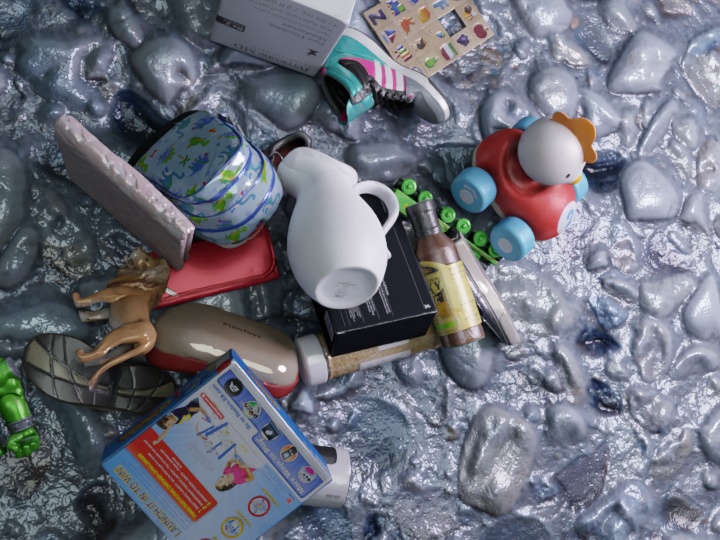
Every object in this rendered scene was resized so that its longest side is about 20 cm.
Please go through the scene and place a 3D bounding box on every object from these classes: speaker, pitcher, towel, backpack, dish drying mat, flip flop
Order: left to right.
[{"bbox_3d":[-0.333,0.138,1.125,0.199,0.057,0.082,20,72,-27],"label":"flip flop"},{"bbox_3d":[-0.287,-0.090,1.087,0.200,0.191,0.032,40,73,-1],"label":"towel"},{"bbox_3d":[-0.212,-0.003,1.193,0.199,0.018,0.077,-14,85,-16],"label":"dish drying mat"},{"bbox_3d":[-0.192,-0.117,1.110,0.163,0.154,0.200,-41,64,-15],"label":"backpack"},{"bbox_3d":[-0.118,0.262,1.150,0.199,0.081,0.082,10,80,-13],"label":"speaker"},{"bbox_3d":[-0.013,-0.051,1.112,0.171,0.121,0.201,7,46,-24],"label":"pitcher"}]

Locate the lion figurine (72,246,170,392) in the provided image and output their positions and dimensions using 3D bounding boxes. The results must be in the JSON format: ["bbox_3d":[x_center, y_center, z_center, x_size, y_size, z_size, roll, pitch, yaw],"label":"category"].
[{"bbox_3d":[-0.286,0.060,1.081,0.122,0.073,0.200,-12,47,-11],"label":"lion figurine"}]

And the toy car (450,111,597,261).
[{"bbox_3d":[0.265,-0.142,1.229,0.184,0.200,0.177,-41,94,-31],"label":"toy car"}]

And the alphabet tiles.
[{"bbox_3d":[0.086,-0.402,1.337,0.167,0.008,0.200,-35,92,-17],"label":"alphabet tiles"}]

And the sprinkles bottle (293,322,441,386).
[{"bbox_3d":[0.010,0.101,1.213,0.199,0.068,0.069,-15,86,-17],"label":"sprinkles bottle"}]

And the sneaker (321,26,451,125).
[{"bbox_3d":[0.023,-0.246,1.256,0.200,0.084,0.121,35,70,0],"label":"sneaker"}]

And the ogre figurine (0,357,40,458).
[{"bbox_3d":[-0.484,0.156,1.054,0.199,0.098,0.121,8,86,9],"label":"ogre figurine"}]

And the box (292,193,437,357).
[{"bbox_3d":[0.000,0.000,1.185,0.140,0.079,0.201,-12,63,-14],"label":"box"}]

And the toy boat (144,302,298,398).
[{"bbox_3d":[-0.185,0.130,1.143,0.199,0.131,0.131,21,106,-11],"label":"toy boat"}]

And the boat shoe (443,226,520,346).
[{"bbox_3d":[0.147,0.040,1.267,0.092,0.075,0.201,-30,102,11],"label":"boat shoe"}]

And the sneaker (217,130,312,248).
[{"bbox_3d":[-0.137,-0.120,1.193,0.077,0.082,0.200,37,73,0],"label":"sneaker"}]

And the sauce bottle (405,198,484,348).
[{"bbox_3d":[0.109,0.004,1.189,0.064,0.065,0.201,-18,88,-17],"label":"sauce bottle"}]

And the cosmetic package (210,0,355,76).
[{"bbox_3d":[-0.095,-0.392,1.185,0.164,0.200,0.166,17,78,-12],"label":"cosmetic package"}]

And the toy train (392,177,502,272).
[{"bbox_3d":[0.122,-0.062,1.281,0.200,0.042,0.057,35,89,-10],"label":"toy train"}]

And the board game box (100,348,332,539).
[{"bbox_3d":[-0.171,0.233,1.062,0.195,0.056,0.200,-37,106,-2],"label":"board game box"}]
